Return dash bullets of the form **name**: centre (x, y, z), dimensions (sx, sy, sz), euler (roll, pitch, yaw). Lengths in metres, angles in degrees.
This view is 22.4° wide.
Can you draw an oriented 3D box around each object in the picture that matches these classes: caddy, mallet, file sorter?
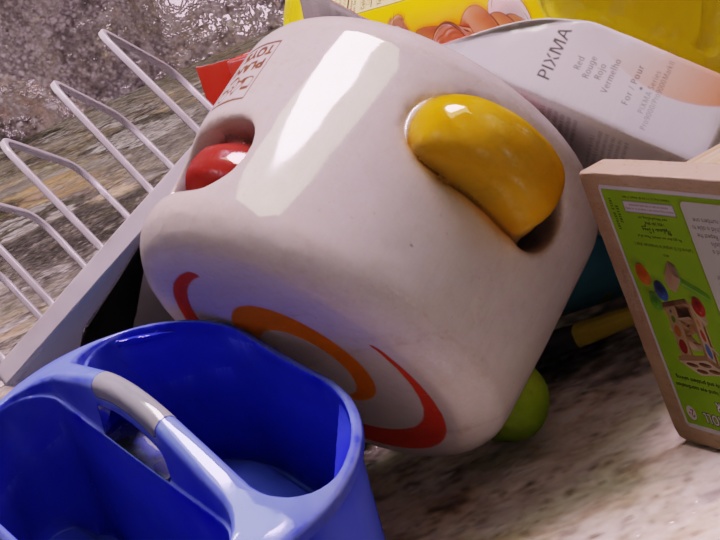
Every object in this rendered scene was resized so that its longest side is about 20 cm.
- **caddy**: centre (-0.078, 0.089, 0.743), dimensions (0.141, 0.105, 0.200), euler (-34, 34, -23)
- **mallet**: centre (0.117, 0.026, 0.901), dimensions (0.199, 0.041, 0.066), euler (-20, 11, 32)
- **file sorter**: centre (-0.166, -0.037, 1.158), dimensions (0.200, 0.125, 0.139), euler (-47, -17, 7)

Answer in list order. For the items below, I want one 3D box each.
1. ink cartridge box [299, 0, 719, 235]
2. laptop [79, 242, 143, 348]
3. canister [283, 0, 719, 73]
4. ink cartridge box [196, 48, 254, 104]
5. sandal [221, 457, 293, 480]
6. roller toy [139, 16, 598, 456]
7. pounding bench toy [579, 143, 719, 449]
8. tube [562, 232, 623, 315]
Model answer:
- **ink cartridge box**: centre (0.073, -0.081, 0.860), dimensions (0.050, 0.199, 0.162), euler (-61, -9, -12)
- **laptop**: centre (-0.198, 0.088, 1.007), dimensions (0.199, 0.116, 0.187), euler (-21, 13, 9)
- **canister**: centre (0.075, -0.125, 0.922), dimensions (0.148, 0.087, 0.200), euler (13, -11, -35)
- **ink cartridge box**: centre (-0.036, -0.103, 1.231), dimensions (0.199, 0.109, 0.050), euler (-9, 14, 38)
- **sandal**: centre (-0.034, 0.091, 0.902), dimensions (0.076, 0.043, 0.200), euler (-7, 15, 23)
- **roller toy**: centre (0.006, -0.019, 0.810), dimensions (0.182, 0.200, 0.140), euler (21, 67, 22)
- **pounding bench toy**: centre (0.214, -0.011, 0.688), dimensions (0.156, 0.125, 0.200), euler (-28, 15, -18)
- **tube**: centre (0.096, 0.005, 0.944), dimensions (0.199, 0.051, 0.077), euler (-22, -1, -8)
